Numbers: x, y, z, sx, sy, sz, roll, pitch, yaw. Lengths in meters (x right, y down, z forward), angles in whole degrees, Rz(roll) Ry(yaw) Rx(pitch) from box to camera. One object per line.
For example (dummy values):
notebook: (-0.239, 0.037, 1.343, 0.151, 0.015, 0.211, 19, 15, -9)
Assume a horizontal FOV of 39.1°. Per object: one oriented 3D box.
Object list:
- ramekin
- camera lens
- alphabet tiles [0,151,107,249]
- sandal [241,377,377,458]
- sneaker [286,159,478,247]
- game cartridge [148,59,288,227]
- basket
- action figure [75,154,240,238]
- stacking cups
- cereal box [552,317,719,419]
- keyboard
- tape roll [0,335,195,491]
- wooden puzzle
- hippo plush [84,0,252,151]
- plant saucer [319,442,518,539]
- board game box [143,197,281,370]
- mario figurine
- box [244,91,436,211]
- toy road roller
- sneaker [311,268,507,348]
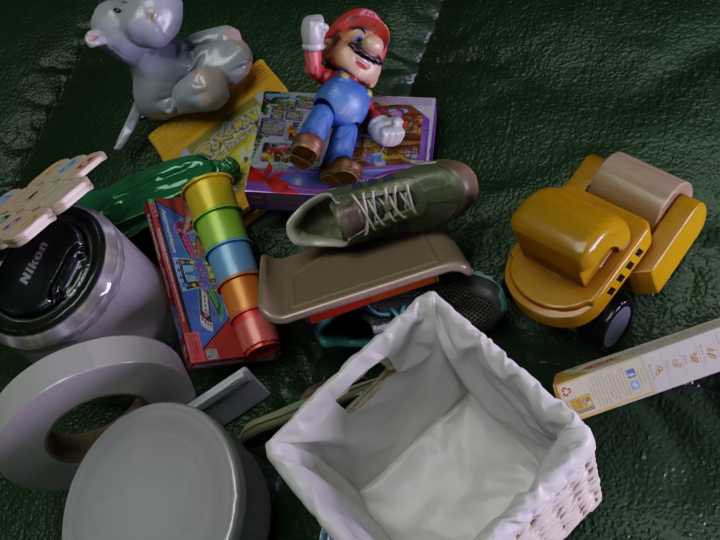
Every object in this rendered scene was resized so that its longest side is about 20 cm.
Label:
ramekin: (-0.176, 0.235, 0.961, 0.202, 0.094, 0.203, -11, 64, 23)
camera lens: (-0.285, 0.039, 1.066, 0.159, 0.200, 0.160, -10, 59, 17)
alphabet tiles: (-0.348, -0.054, 1.023, 0.200, 0.015, 0.196, -2, 39, 49)
sandal: (-0.024, 0.131, 0.986, 0.200, 0.080, 0.057, -15, 44, 14)
sneaker: (0.012, -0.056, 0.994, 0.200, 0.067, 0.090, -8, 14, 38)
game cartridge: (-0.147, -0.151, 1.221, 0.176, 0.032, 0.200, -37, 57, -1)
basket: (0.070, 0.168, 0.840, 0.198, 0.161, 0.200, -43, 54, -6)
action figure: (-0.231, -0.083, 1.168, 0.199, 0.055, 0.118, -23, 50, 5)
stacking cups: (-0.129, -0.005, 1.063, 0.060, 0.061, 0.200, -26, 71, 7)
cereal box: (0.263, 0.075, 0.857, 0.199, 0.144, 0.040, -21, 83, 11)
keyboard: (-0.187, 0.168, 1.040, 0.200, 0.056, 0.011, -33, 51, 2)
tape roll: (-0.260, 0.143, 0.997, 0.202, 0.203, 0.037, -34, 56, 1)
wooden puzzle: (0.000, 0.000, 1.003, 0.199, 0.037, 0.185, -13, 18, -1)
hippo plush: (-0.245, -0.278, 1.234, 0.199, 0.161, 0.160, -14, 38, 31)
plant saucer: (0.058, 0.253, 0.910, 0.199, 0.027, 0.201, -10, 60, 17)
board game box: (-0.160, 0.008, 1.085, 0.103, 0.019, 0.201, -4, 61, -32)
mario figurine: (-0.010, -0.198, 1.073, 0.106, 0.124, 0.201, 3, 64, 22)
box: (-0.019, -0.130, 1.125, 0.199, 0.039, 0.137, 4, 62, 8)
toy road roller: (0.217, -0.036, 0.936, 0.123, 0.146, 0.200, 31, 77, 33)
sneaker: (0.042, 0.049, 0.985, 0.199, 0.078, 0.091, -9, 14, 24)
